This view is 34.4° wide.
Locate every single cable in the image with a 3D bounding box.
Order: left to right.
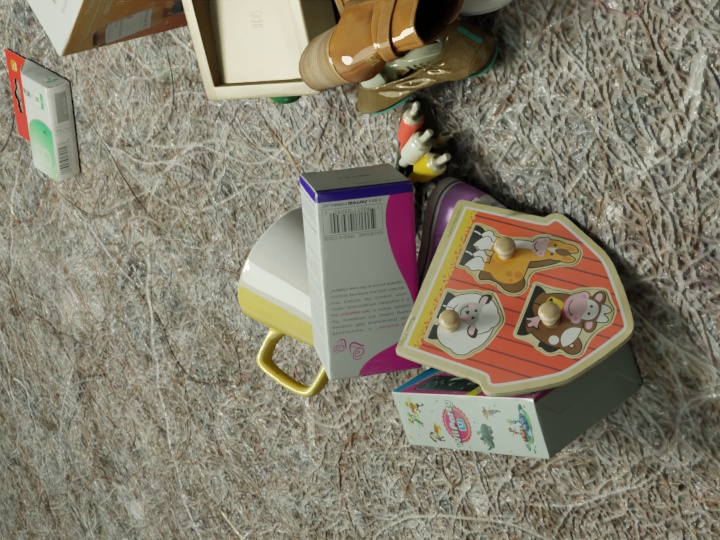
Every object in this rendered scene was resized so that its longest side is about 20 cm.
[{"bbox_3d":[0.041,-0.106,1.240,0.097,0.050,0.200,65,148,20],"label":"cable"}]

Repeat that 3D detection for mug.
[{"bbox_3d":[-0.037,0.040,1.360,0.153,0.149,0.187,31,139,25],"label":"mug"}]

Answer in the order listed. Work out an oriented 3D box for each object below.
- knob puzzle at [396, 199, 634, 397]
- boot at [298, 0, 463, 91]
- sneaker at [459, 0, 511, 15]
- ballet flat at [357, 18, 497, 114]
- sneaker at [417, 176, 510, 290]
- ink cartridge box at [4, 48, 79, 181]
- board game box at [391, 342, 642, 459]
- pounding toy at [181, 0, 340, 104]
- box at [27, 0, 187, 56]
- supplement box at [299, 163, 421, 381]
[{"bbox_3d":[0.153,0.025,1.071,0.220,0.220,0.030,41,164,29],"label":"knob puzzle"},{"bbox_3d":[0.033,-0.257,1.067,0.155,0.200,0.077,-12,130,47],"label":"boot"},{"bbox_3d":[0.122,-0.271,1.023,0.200,0.071,0.073,-13,100,53],"label":"sneaker"},{"bbox_3d":[0.045,-0.207,1.149,0.072,0.068,0.200,31,158,-32],"label":"ballet flat"},{"bbox_3d":[0.115,0.014,1.204,0.114,0.073,0.201,29,131,35],"label":"sneaker"},{"bbox_3d":[-0.528,-0.252,1.868,0.200,0.050,0.161,28,130,37],"label":"ink cartridge box"},{"bbox_3d":[0.152,0.119,1.153,0.200,0.147,0.064,-7,106,52],"label":"board game box"},{"bbox_3d":[-0.089,-0.261,1.263,0.184,0.142,0.200,3,116,35],"label":"pounding toy"},{"bbox_3d":[-0.269,-0.353,1.353,0.106,0.200,0.152,58,144,11],"label":"box"},{"bbox_3d":[0.000,0.000,1.205,0.103,0.101,0.201,-128,33,-70],"label":"supplement box"}]
